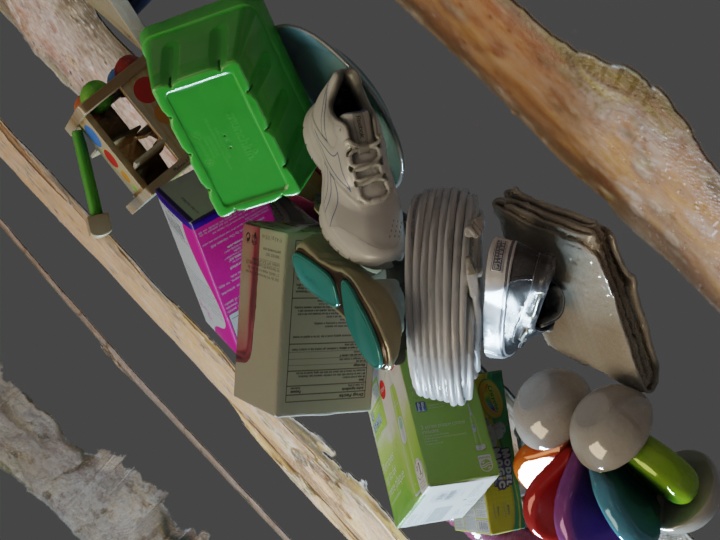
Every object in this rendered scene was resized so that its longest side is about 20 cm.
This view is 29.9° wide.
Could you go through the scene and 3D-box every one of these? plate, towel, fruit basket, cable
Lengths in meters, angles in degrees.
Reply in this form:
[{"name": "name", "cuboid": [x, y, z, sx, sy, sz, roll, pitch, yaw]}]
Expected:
[{"name": "plate", "cuboid": [-0.022, -0.164, 1.342, 0.200, 0.026, 0.201, 42, 158, 21]}, {"name": "towel", "cuboid": [0.195, 0.017, 1.211, 0.132, 0.034, 0.201, 28, 152, 46]}, {"name": "fruit basket", "cuboid": [-0.132, -0.181, 1.363, 0.215, 0.154, 0.218, -16, -90, -76]}, {"name": "cable", "cuboid": [0.079, 0.024, 1.243, 0.200, 0.068, 0.203, -74, -15, -69]}]

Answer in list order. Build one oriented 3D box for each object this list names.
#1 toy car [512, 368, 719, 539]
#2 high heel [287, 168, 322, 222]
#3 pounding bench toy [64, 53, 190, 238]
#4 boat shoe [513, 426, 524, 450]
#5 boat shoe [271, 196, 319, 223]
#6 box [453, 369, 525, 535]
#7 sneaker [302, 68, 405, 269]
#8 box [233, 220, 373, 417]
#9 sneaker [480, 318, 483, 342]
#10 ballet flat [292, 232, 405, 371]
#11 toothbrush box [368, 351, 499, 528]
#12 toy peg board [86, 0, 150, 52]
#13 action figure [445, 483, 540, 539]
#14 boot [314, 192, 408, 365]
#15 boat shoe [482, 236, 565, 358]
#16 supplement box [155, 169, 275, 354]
[{"name": "toy car", "cuboid": [0.222, 0.196, 1.264, 0.175, 0.151, 0.199, 42, 165, -29]}, {"name": "high heel", "cuboid": [-0.090, -0.128, 1.480, 0.199, 0.068, 0.096, 38, 172, -13]}, {"name": "pounding bench toy", "cuboid": [-0.302, -0.156, 1.672, 0.156, 0.200, 0.124, 50, 159, -8]}, {"name": "boat shoe", "cuboid": [0.186, 0.186, 1.467, 0.061, 0.073, 0.201, 33, 159, 27]}, {"name": "boat shoe", "cuboid": [-0.058, -0.025, 1.591, 0.200, 0.071, 0.069, 46, 161, 12]}, {"name": "box", "cuboid": [0.130, 0.191, 1.522, 0.117, 0.048, 0.203, 158, 103, -71]}, {"name": "sneaker", "cuboid": [-0.006, -0.093, 1.218, 0.087, 0.074, 0.202, 109, 145, -57]}, {"name": "box", "cuboid": [-0.059, 0.051, 1.493, 0.109, 0.127, 0.203, 15, 102, 57]}, {"name": "sneaker", "cuboid": [0.060, 0.009, 1.412, 0.201, 0.079, 0.074, 58, 133, 22]}, {"name": "ballet flat", "cuboid": [0.003, 0.018, 1.210, 0.200, 0.069, 0.070, 48, 166, 50]}, {"name": "toothbrush box", "cuboid": [0.071, 0.161, 1.484, 0.146, 0.085, 0.202, 116, 145, -60]}, {"name": "toy peg board", "cuboid": [-0.295, -0.371, 1.472, 0.200, 0.098, 0.199, 43, 174, 18]}, {"name": "action figure", "cuboid": [0.156, 0.322, 1.678, 0.199, 0.150, 0.134, 36, 166, -7]}, {"name": "boot", "cuboid": [0.000, 0.000, 1.357, 0.200, 0.076, 0.140, -127, 33, -70]}, {"name": "boat shoe", "cuboid": [0.147, 0.030, 1.195, 0.067, 0.073, 0.201, 11, 156, 11]}, {"name": "supplement box", "cuboid": [-0.149, -0.016, 1.582, 0.101, 0.103, 0.202, 39, 151, 49]}]
